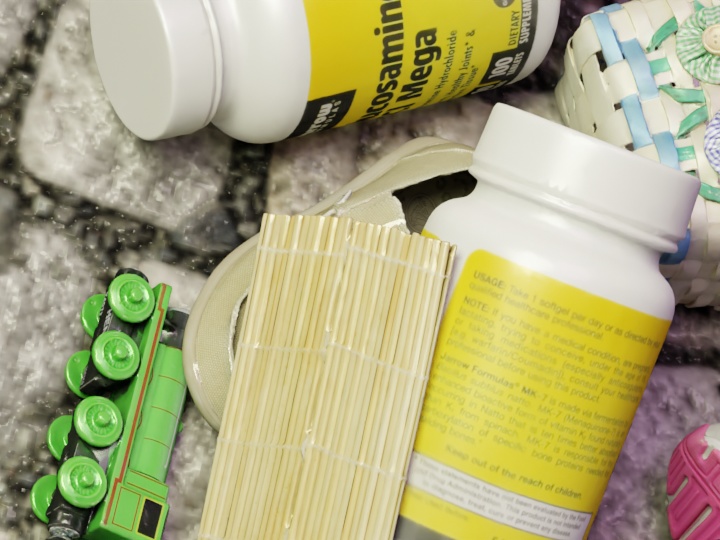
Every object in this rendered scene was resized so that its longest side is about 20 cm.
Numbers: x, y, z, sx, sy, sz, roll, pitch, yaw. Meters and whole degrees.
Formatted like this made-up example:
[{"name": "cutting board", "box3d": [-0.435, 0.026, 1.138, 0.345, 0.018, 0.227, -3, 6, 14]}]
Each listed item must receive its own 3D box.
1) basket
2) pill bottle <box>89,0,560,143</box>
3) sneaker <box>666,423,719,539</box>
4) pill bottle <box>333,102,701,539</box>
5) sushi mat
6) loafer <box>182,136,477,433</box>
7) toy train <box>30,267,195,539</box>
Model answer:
[{"name": "basket", "box3d": [0.205, -0.063, 1.231, 0.199, 0.139, 0.177, -9, 70, -15]}, {"name": "pill bottle", "box3d": [-0.017, -0.122, 1.184, 0.200, 0.112, 0.113, -16, 74, -27]}, {"name": "sneaker", "box3d": [0.224, 0.141, 1.189, 0.200, 0.081, 0.088, 47, 54, -4]}, {"name": "pill bottle", "box3d": [0.065, 0.038, 1.095, 0.114, 0.114, 0.200, 20, 94, -12]}, {"name": "sushi mat", "box3d": [-0.020, 0.077, 1.068, 0.012, 0.095, 0.201, 14, 88, -55]}, {"name": "loafer", "box3d": [0.000, 0.000, 1.151, 0.200, 0.068, 0.076, -44, 110, -32]}, {"name": "toy train", "box3d": [-0.107, 0.091, 1.094, 0.056, 0.042, 0.200, 25, 59, -22]}]
